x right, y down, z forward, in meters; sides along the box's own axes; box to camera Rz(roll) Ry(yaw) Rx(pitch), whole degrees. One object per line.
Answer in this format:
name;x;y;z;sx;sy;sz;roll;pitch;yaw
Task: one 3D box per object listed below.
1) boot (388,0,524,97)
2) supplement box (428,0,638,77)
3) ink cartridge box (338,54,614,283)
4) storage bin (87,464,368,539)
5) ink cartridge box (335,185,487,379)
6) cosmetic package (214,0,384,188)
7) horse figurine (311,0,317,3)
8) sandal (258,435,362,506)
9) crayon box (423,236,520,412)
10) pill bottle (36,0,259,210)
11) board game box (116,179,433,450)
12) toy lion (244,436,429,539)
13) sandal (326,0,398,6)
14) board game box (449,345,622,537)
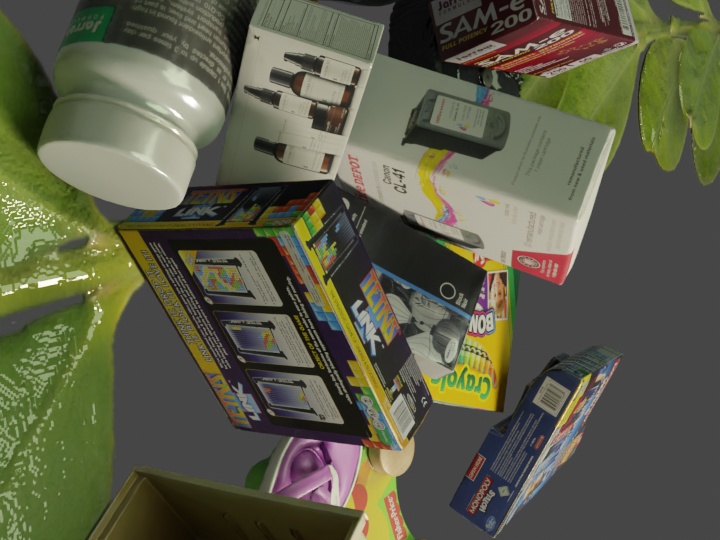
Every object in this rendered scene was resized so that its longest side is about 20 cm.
boot;0.094;-0.156;1.027;0.168;0.076;0.200;21;68;-48
supplement box;0.168;-0.234;0.994;0.200;0.109;0.061;-5;81;-50
ink cartridge box;0.086;-0.079;0.837;0.148;0.200;0.086;72;39;-70
storage bin;-0.103;0.244;0.665;0.199;0.200;0.094;-60;137;-34
ink cartridge box;0.000;0.000;0.846;0.200;0.039;0.100;27;66;-13
cosmetic package;-0.052;-0.089;0.726;0.200;0.082;0.051;111;-4;-47
horse figurine;-0.041;-0.203;0.865;0.133;0.050;0.200;-45;127;-50
sandal;-0.047;0.196;0.807;0.082;0.050;0.203;42;67;-32
crayon box;0.085;0.044;1.036;0.200;0.058;0.173;18;76;-53
pill bottle;-0.132;-0.149;0.687;0.113;0.113;0.200;37;61;-48
board game box;-0.058;0.033;0.748;0.057;0.165;0.200;-51;130;-38
toy lion;-0.024;0.228;0.895;0.192;0.069;0.200;-34;116;-40
sandal;-0.005;-0.242;0.826;0.200;0.043;0.076;-24;115;-41
board game box;0.201;0.167;1.144;0.200;0.062;0.200;-12;131;-61
